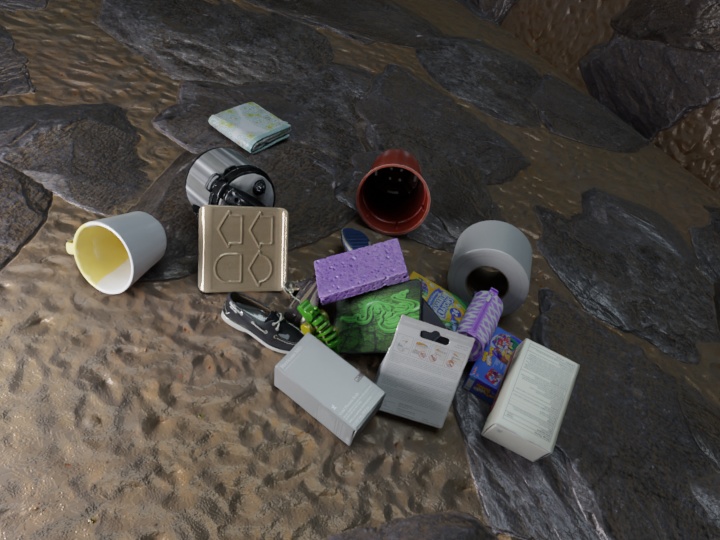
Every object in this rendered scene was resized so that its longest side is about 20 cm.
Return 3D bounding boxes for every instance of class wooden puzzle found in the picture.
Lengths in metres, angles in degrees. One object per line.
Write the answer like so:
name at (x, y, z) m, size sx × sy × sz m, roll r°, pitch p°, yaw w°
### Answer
wooden puzzle at (-0.260, -0.048, 1.492) m, size 0.197 × 0.189 × 0.046 m, roll 0°, pitch 4°, yaw -23°

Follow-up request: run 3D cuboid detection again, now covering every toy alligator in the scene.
toy alligator at (-0.093, 0.101, 1.394) m, size 0.059 × 0.054 × 0.201 m, roll -39°, pitch 99°, yaw -36°

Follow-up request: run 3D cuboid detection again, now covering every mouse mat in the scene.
mouse mat at (0.034, 0.099, 1.434) m, size 0.197 × 0.008 × 0.163 m, roll -4°, pitch 65°, yaw 19°

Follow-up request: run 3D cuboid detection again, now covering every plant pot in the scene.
plant pot at (0.095, -0.231, 1.856) m, size 0.198 × 0.203 × 0.196 m, roll 19°, pitch 29°, yaw -4°

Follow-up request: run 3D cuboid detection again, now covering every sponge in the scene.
sponge at (0.000, 0.000, 1.466) m, size 0.197 × 0.030 × 0.113 m, roll -16°, pitch 46°, yaw 1°

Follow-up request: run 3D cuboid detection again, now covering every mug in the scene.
mug at (-0.496, -0.062, 1.393) m, size 0.185 × 0.150 × 0.153 m, roll 35°, pitch 31°, yaw 6°

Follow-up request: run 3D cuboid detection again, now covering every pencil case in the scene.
pencil case at (0.272, 0.122, 1.544) m, size 0.083 × 0.086 × 0.200 m, roll 31°, pitch 40°, yaw 6°

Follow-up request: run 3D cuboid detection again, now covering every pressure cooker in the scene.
pressure cooker at (-0.297, -0.179, 1.571) m, size 0.174 × 0.181 × 0.199 m, roll -23°, pitch 42°, yaw -33°

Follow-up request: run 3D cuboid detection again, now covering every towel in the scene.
towel at (-0.320, -0.423, 1.982) m, size 0.170 × 0.049 × 0.200 m, roll 33°, pitch 39°, yaw 17°

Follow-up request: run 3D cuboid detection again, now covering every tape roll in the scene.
tape roll at (0.324, -0.004, 1.678) m, size 0.200 × 0.204 × 0.140 m, roll 24°, pitch 37°, yaw 2°

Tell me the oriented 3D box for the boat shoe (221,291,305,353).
boat shoe at (-0.195, 0.107, 1.403) m, size 0.198 × 0.061 × 0.074 m, roll 28°, pitch 36°, yaw 6°

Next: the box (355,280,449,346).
box at (0.101, 0.111, 1.468) m, size 0.201 × 0.122 × 0.106 m, roll 51°, pitch 2°, yaw 32°

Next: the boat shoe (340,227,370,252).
boat shoe at (-0.007, -0.027, 1.644) m, size 0.071 × 0.073 × 0.201 m, roll 1°, pitch 38°, yaw -24°

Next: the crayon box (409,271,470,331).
crayon box at (0.155, 0.081, 1.615) m, size 0.198 × 0.052 × 0.126 m, roll 30°, pitch 38°, yaw 10°

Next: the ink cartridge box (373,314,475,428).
ink cartridge box at (0.120, 0.199, 1.342) m, size 0.159 × 0.203 × 0.050 m, roll 18°, pitch 10°, yaw -5°

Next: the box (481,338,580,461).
box at (0.349, 0.267, 1.384) m, size 0.126 × 0.109 × 0.202 m, roll 26°, pitch 65°, yaw 5°

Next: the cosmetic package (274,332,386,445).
cosmetic package at (-0.061, 0.226, 1.294) m, size 0.199 × 0.091 × 0.107 m, roll 36°, pitch 57°, yaw 13°

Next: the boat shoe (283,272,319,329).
boat shoe at (-0.119, 0.047, 1.501) m, size 0.072 × 0.075 × 0.201 m, roll 21°, pitch 37°, yaw -1°

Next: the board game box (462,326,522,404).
board game box at (0.326, 0.224, 1.535) m, size 0.133 × 0.045 × 0.200 m, roll 30°, pitch 39°, yaw 9°
